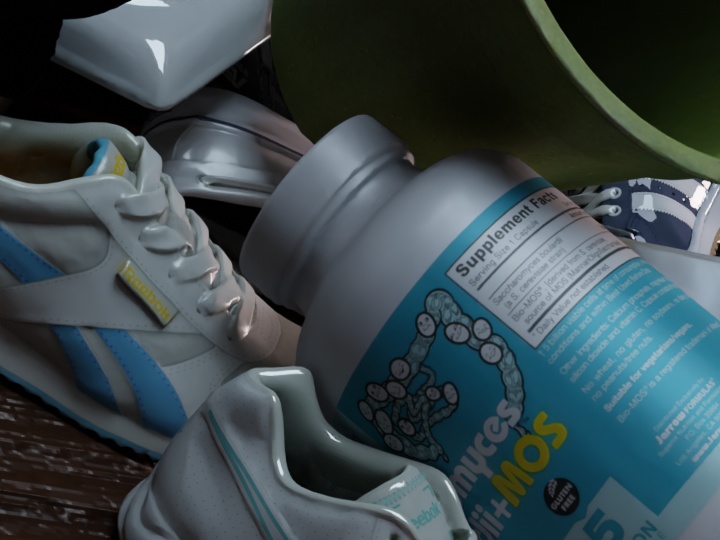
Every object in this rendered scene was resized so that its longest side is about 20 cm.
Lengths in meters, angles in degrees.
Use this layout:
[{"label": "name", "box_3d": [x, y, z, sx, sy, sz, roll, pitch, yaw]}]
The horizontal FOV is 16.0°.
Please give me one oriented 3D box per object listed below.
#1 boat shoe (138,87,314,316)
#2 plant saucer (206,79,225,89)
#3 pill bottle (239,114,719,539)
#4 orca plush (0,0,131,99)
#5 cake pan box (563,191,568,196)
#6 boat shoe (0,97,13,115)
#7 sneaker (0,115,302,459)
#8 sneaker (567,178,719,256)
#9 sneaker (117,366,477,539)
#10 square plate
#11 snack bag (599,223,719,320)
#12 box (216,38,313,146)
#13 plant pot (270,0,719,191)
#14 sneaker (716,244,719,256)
[{"label": "boat shoe", "box_3d": [0.000, 0.000, 1.001, 0.199, 0.074, 0.066, 21, 43, -14]}, {"label": "plant saucer", "box_3d": [-0.015, -0.152, 1.186, 0.199, 0.049, 0.200, -12, 45, -26]}, {"label": "pill bottle", "box_3d": [0.055, 0.036, 0.841, 0.200, 0.111, 0.111, 40, 26, 14]}, {"label": "orca plush", "box_3d": [-0.141, -0.082, 0.882, 0.105, 0.199, 0.071, -101, 168, -64]}, {"label": "cake pan box", "box_3d": [0.085, -0.086, 1.257, 0.183, 0.052, 0.200, 11, 33, -40]}, {"label": "boat shoe", "box_3d": [-0.152, -0.100, 0.995, 0.065, 0.072, 0.200, 33, 31, -8]}, {"label": "sneaker", "box_3d": [-0.081, 0.003, 0.877, 0.199, 0.081, 0.077, 26, 24, -14]}, {"label": "sneaker", "box_3d": [0.110, -0.045, 1.112, 0.109, 0.070, 0.200, 50, 46, -12]}, {"label": "sneaker", "box_3d": [0.013, 0.111, 0.792, 0.200, 0.080, 0.070, 40, 25, 14]}, {"label": "square plate", "box_3d": [-0.108, -0.148, 1.000, 0.199, 0.029, 0.198, 28, 36, 14]}, {"label": "snack bag", "box_3d": [0.153, 0.082, 0.932, 0.187, 0.021, 0.201, 11, 64, -24]}, {"label": "box", "box_3d": [-0.015, -0.137, 1.092, 0.157, 0.050, 0.200, -21, 50, -33]}, {"label": "plant pot", "box_3d": [0.065, -0.103, 0.919, 0.199, 0.190, 0.202, 11, 71, -34]}, {"label": "sneaker", "box_3d": [0.199, 0.031, 1.132, 0.086, 0.081, 0.199, -10, 19, -37]}]
